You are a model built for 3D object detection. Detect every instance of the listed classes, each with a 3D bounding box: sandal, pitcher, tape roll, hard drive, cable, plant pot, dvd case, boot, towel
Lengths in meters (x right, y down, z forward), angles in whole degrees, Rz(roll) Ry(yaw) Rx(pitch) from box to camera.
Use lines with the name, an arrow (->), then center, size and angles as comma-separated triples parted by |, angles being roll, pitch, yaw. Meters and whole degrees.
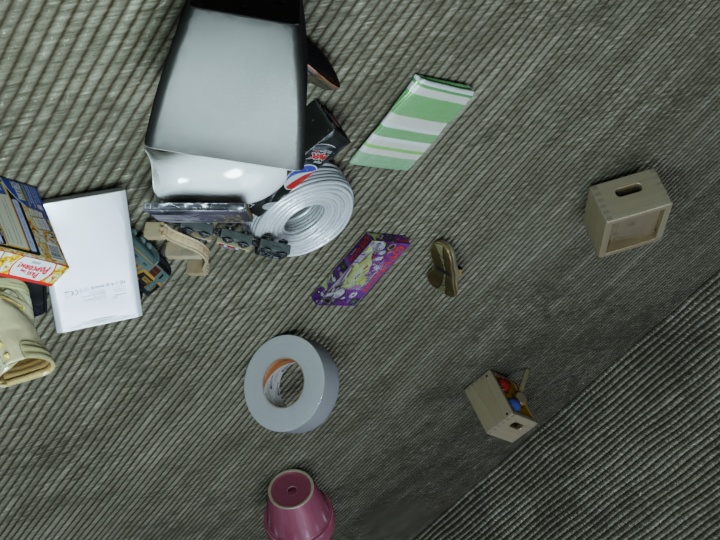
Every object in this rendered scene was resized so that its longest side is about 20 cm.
sandal -> 0.190, -0.008, 2.263 | 0.054, 0.080, 0.201 | -43, 154, -23
pitcher -> -0.219, -0.146, 1.587 | 0.199, 0.122, 0.172 | -12, 168, -12
tape roll -> -0.145, 0.238, 2.187 | 0.200, 0.201, 0.066 | -39, 153, 16
hard drive -> -0.404, -0.015, 1.563 | 0.131, 0.025, 0.201 | -12, 111, -22
cable -> -0.107, -0.103, 1.798 | 0.199, 0.069, 0.200 | -16, 149, -26
plant pot -> -0.154, -0.262, 1.321 | 0.198, 0.200, 0.178 | 9, 121, -7
dvd case -> -0.242, -0.087, 1.591 | 0.148, 0.016, 0.200 | 0, 178, -3
boot -> -0.520, 0.082, 1.411 | 0.199, 0.156, 0.073 | 7, 134, -49
plant pot -> -0.177, 0.648, 2.867 | 0.199, 0.200, 0.180 | -23, 135, -14
towel -> 0.088, -0.251, 1.802 | 0.152, 0.023, 0.200 | 1, 140, -45
boot -> -0.119, -0.292, 1.486 | 0.097, 0.075, 0.200 | -33, 144, 25

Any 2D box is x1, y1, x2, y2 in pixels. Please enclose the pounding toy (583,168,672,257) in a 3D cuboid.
pounding toy -> 0.619, -0.145, 2.396 | 0.199, 0.143, 0.184 | -16, 151, -4

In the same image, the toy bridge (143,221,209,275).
toy bridge -> -0.289, -0.034, 1.730 | 0.067, 0.027, 0.200 | 2, 161, 14

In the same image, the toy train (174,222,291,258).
toy train -> -0.213, -0.054, 1.734 | 0.199, 0.034, 0.046 | 14, 160, -18

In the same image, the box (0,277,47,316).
box -> -0.565, 0.012, 1.516 | 0.199, 0.086, 0.164 | -16, 150, -26

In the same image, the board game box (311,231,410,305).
board game box -> 0.000, 0.000, 2.125 | 0.120, 0.032, 0.200 | -2, 141, -50

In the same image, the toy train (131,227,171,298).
toy train -> -0.385, -0.013, 1.668 | 0.114, 0.085, 0.200 | -43, 150, -5

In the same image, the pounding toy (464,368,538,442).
pounding toy -> 0.428, 0.376, 3.032 | 0.142, 0.185, 0.200 | -40, 143, 19

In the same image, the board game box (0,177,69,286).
board game box -> -0.497, -0.066, 1.385 | 0.046, 0.152, 0.200 | -41, 150, 20

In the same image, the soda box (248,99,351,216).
soda box -> -0.117, -0.176, 1.665 | 0.200, 0.071, 0.063 | -37, 155, 13
